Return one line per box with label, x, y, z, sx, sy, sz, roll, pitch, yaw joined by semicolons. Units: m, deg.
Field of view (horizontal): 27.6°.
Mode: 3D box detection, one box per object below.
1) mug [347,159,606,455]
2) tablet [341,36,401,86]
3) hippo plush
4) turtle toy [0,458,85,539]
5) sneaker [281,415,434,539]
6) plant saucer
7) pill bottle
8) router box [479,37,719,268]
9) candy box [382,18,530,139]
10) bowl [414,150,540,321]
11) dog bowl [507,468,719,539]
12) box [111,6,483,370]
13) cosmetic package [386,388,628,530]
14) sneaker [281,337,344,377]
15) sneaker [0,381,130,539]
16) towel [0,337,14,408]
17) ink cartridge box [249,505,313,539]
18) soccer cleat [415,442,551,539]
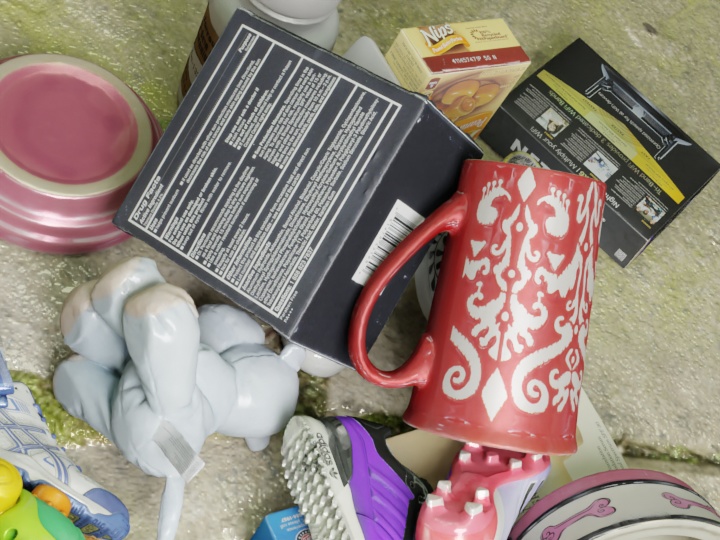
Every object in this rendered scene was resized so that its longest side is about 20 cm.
mug;0.098;0.022;1.073;0.177;0.133;0.201;9;92;-43
tablet;-0.032;-0.084;1.221;0.014;0.200;0.130;3;51;-55
hippo plush;-0.114;0.071;1.088;0.160;0.160;0.200;-9;41;-42
turtle toy;-0.214;0.222;0.951;0.101;0.146;0.200;6;38;-50
sneaker;0.018;0.189;1.035;0.099;0.070;0.201;-1;58;-30
plant saucer;-0.253;-0.109;1.224;0.200;0.051;0.201;12;52;-16
pill bottle;-0.081;-0.203;1.270;0.114;0.200;0.115;12;53;-16
router box;0.238;-0.119;1.451;0.200;0.052;0.157;44;52;9
candy box;0.048;-0.128;1.270;0.115;0.200;0.055;-12;61;-36
bowl;0.106;0.003;1.257;0.094;0.201;0.201;-5;45;26
dog bowl;0.193;0.231;1.100;0.199;0.201;0.074;8;34;-19
box;-0.047;-0.064;1.129;0.198;0.123;0.201;31;90;30
cosmetic package;0.109;0.168;1.177;0.199;0.071;0.105;-14;63;-32
sneaker;0.000;0.000;1.236;0.075;0.089;0.200;33;50;-1
sneaker;-0.243;0.123;1.049;0.199;0.075;0.088;31;50;-2
towel;-0.336;0.033;1.061;0.146;0.024;0.200;-2;37;-24
ink cartridge box;0.008;0.265;1.066;0.116;0.067;0.201;-11;62;-29
soccer cleat;0.088;0.174;1.062;0.066;0.077;0.200;11;14;19
